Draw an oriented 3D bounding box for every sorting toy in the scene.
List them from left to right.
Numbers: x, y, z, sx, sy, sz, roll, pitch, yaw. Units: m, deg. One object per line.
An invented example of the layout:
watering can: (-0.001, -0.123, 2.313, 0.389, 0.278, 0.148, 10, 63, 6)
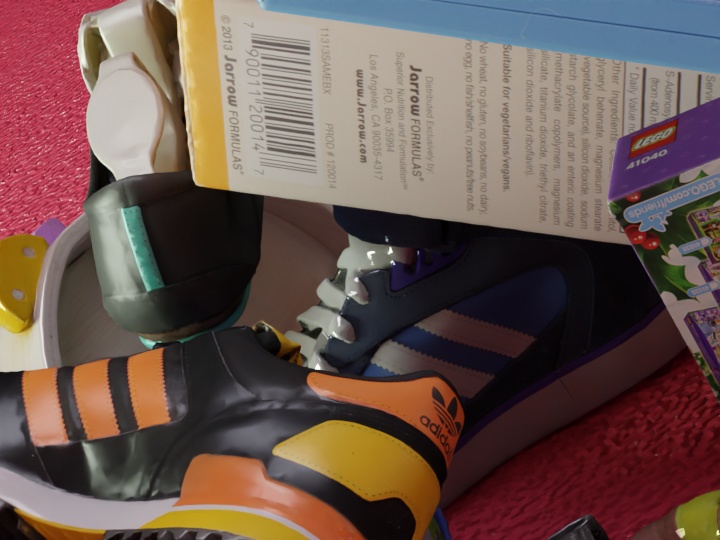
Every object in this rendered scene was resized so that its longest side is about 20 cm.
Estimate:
sorting toy: (-0.112, 0.050, 1.021, 0.180, 0.107, 0.200, -41, 3, 40)

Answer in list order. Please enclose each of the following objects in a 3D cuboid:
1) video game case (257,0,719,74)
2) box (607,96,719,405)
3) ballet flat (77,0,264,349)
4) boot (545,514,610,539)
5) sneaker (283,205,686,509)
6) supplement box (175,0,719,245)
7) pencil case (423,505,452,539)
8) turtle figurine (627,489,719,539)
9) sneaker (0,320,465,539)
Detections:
video game case: (0.077, -0.081, 0.681, 0.143, 0.018, 0.200, 10, 19, 18)
box: (0.179, -0.006, 0.686, 0.200, 0.137, 0.039, -21, 24, 21)
ballet flat: (-0.061, -0.051, 0.916, 0.068, 0.068, 0.200, -21, 28, 6)
boot: (0.007, 0.133, 0.694, 0.174, 0.069, 0.200, -28, 19, 6)
sneaker: (0.000, 0.000, 0.898, 0.200, 0.147, 0.081, -30, 21, 0)
supplement box: (0.061, -0.075, 0.805, 0.200, 0.074, 0.126, 8, 40, 12)
pencil case: (-0.069, 0.107, 0.839, 0.200, 0.078, 0.087, -22, 0, 23)
turtle figurine: (0.125, 0.038, 0.629, 0.161, 0.200, 0.064, -46, 23, 30)
sneaker: (-0.057, 0.052, 0.776, 0.200, 0.070, 0.090, 8, 49, 42)
